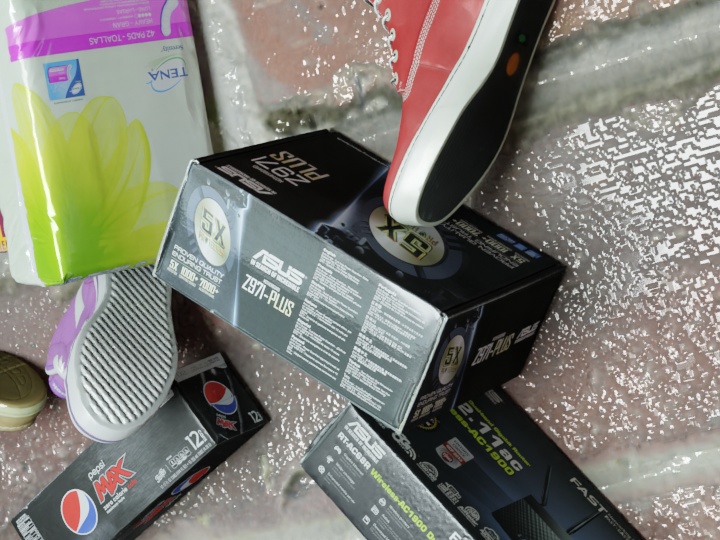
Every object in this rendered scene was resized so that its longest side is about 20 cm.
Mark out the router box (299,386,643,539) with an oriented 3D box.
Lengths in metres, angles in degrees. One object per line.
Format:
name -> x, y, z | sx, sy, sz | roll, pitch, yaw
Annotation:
router box -> 0.079, 0.153, 1.349 | 0.200, 0.150, 0.062 | 47, 120, 14

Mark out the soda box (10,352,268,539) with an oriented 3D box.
soda box -> -0.160, 0.144, 1.539 | 0.200, 0.071, 0.063 | -42, 79, 31

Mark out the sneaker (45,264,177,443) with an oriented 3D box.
sneaker -> -0.179, 0.071, 1.484 | 0.072, 0.201, 0.114 | 28, 122, -15

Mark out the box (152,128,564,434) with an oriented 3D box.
box -> 0.000, 0.000, 1.358 | 0.200, 0.164, 0.086 | 32, 115, 23

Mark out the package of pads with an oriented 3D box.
package of pads -> -0.175, -0.098, 1.451 | 0.068, 0.154, 0.201 | -5, 96, 46

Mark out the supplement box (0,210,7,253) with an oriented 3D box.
supplement box -> -0.264, -0.114, 1.541 | 0.110, 0.086, 0.201 | -6, 97, 32

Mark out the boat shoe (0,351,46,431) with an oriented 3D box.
boat shoe -> -0.314, 0.096, 1.627 | 0.200, 0.073, 0.063 | 10, 112, 32

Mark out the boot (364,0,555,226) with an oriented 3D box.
boot -> 0.028, -0.136, 1.350 | 0.144, 0.072, 0.201 | 22, 88, 27
